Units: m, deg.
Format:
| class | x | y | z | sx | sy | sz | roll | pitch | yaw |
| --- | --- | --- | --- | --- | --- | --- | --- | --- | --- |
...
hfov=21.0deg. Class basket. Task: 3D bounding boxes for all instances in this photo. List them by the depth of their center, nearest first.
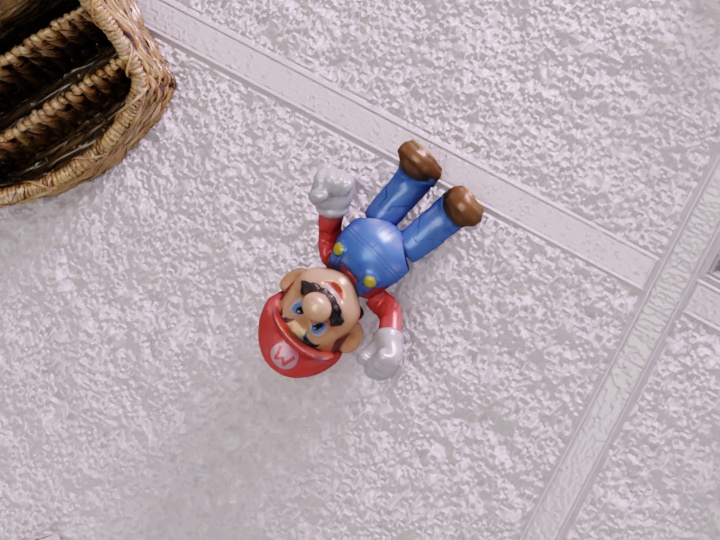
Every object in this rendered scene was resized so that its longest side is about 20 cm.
| class | x | y | z | sx | sy | sz | roll | pitch | yaw |
| --- | --- | --- | --- | --- | --- | --- | --- | --- | --- |
| basket | -0.260 | -0.134 | 1.508 | 0.199 | 0.149 | 0.143 | -30 | 83 | 11 |

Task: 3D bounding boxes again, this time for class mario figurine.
| class | x | y | z | sx | sy | sz | roll | pitch | yaw |
| --- | --- | --- | --- | --- | --- | --- | --- | --- | --- |
| mario figurine | 0.000 | 0.000 | 1.463 | 0.200 | 0.106 | 0.123 | -48 | 45 | 1 |

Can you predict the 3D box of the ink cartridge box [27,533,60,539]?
| class | x | y | z | sx | sy | sz | roll | pitch | yaw |
| --- | --- | --- | --- | --- | --- | --- | --- | --- | --- |
| ink cartridge box | -0.303 | 0.324 | 1.549 | 0.199 | 0.085 | 0.146 | -32 | 82 | 13 |
